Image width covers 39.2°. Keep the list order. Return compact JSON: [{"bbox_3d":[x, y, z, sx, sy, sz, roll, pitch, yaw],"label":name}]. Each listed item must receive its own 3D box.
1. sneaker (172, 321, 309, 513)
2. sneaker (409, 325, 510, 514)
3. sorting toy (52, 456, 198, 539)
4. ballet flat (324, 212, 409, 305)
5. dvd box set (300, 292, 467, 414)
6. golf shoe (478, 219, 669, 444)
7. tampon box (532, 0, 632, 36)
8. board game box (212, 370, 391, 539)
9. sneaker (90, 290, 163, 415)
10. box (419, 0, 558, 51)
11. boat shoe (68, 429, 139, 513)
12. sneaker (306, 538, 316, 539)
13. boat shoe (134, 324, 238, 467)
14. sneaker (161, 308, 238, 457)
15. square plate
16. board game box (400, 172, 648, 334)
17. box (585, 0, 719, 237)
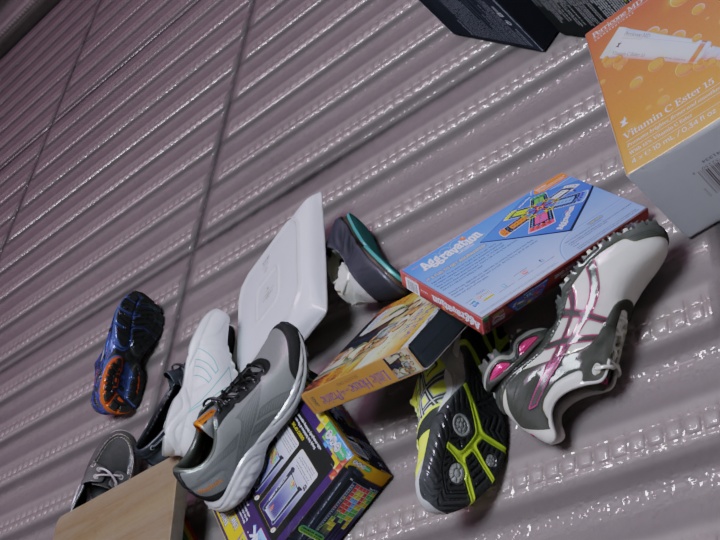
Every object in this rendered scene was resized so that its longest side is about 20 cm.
[{"bbox_3d":[-0.117,0.139,1.014,0.074,0.079,0.201,3,62,55],"label":"sneaker"},{"bbox_3d":[0.081,0.128,0.889,0.076,0.075,0.200,-32,27,42],"label":"sneaker"},{"bbox_3d":[-0.256,0.335,1.109,0.200,0.070,0.199,-30,38,23],"label":"sorting toy"},{"bbox_3d":[0.000,0.000,1.106,0.073,0.073,0.200,-49,26,7],"label":"ballet flat"},{"bbox_3d":[0.039,0.060,0.939,0.146,0.029,0.200,-44,7,-34],"label":"dvd box set"},{"bbox_3d":[0.191,0.051,0.825,0.200,0.077,0.088,-50,52,11],"label":"golf shoe"},{"bbox_3d":[0.266,-0.325,1.008,0.150,0.126,0.200,-56,33,-1],"label":"tampon box"},{"bbox_3d":[-0.074,0.206,1.021,0.166,0.057,0.200,-53,32,6],"label":"board game box"},{"bbox_3d":[-0.342,0.116,1.438,0.078,0.075,0.201,-27,40,41],"label":"sneaker"},{"bbox_3d":[0.168,-0.357,1.184,0.149,0.107,0.200,-55,31,-1],"label":"box"},{"bbox_3d":[-0.320,0.293,1.238,0.057,0.067,0.201,137,153,-76],"label":"boat shoe"},{"bbox_3d":[-0.117,0.280,0.891,0.199,0.080,0.074,-8,22,-5],"label":"sneaker"},{"bbox_3d":[-0.216,0.148,1.242,0.074,0.066,0.200,17,78,59],"label":"boat shoe"},{"bbox_3d":[-0.170,0.133,1.168,0.071,0.080,0.201,105,175,-50],"label":"sneaker"},{"bbox_3d":[-0.100,0.032,1.195,0.200,0.028,0.199,-50,31,36],"label":"square plate"},{"bbox_3d":[0.142,-0.020,0.870,0.200,0.020,0.103,-31,40,-25],"label":"board game box"},{"bbox_3d":[0.281,-0.150,0.852,0.124,0.097,0.201,-34,37,29],"label":"box"}]
